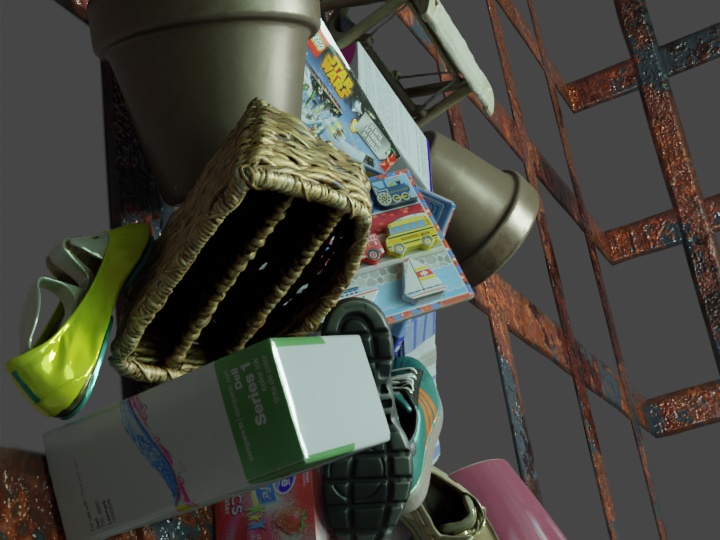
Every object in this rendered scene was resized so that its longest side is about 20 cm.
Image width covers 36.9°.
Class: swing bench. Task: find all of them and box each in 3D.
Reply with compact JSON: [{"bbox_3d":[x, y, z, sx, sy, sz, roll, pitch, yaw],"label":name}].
[{"bbox_3d":[0.049,-0.279,1.427,0.199,0.197,0.131,48,31,-45],"label":"swing bench"}]

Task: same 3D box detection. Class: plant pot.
[{"bbox_3d":[0.123,-0.096,1.515,0.174,0.199,0.202,41,33,-21],"label":"plant pot"},{"bbox_3d":[0.151,0.325,1.232,0.199,0.199,0.181,31,29,-58],"label":"plant pot"},{"bbox_3d":[-0.122,-0.151,0.928,0.200,0.197,0.178,-13,94,-68],"label":"plant pot"}]

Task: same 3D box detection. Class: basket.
[{"bbox_3d":[-0.079,0.003,0.817,0.142,0.201,0.150,33,22,-18],"label":"basket"}]

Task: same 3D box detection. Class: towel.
[{"bbox_3d":[0.066,0.147,1.272,0.147,0.023,0.204,-24,115,-65],"label":"towel"}]

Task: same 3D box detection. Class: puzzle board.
[{"bbox_3d":[-0.011,-0.014,0.977,0.152,0.197,0.017,63,-25,26],"label":"puzzle board"}]

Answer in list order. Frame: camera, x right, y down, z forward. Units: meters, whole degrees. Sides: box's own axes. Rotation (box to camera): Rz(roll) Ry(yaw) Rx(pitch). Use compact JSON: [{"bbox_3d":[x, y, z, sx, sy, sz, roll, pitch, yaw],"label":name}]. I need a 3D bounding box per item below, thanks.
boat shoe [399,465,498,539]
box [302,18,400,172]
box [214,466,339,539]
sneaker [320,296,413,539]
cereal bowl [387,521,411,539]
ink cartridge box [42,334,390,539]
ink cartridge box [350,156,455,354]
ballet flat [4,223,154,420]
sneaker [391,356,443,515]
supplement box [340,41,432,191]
[{"bbox_3d":[0.089,0.247,1.068,0.200,0.064,0.073,48,62,-34],"label":"boat shoe"},{"bbox_3d":[-0.050,-0.160,1.209,0.137,0.040,0.201,-47,125,-19],"label":"box"},{"bbox_3d":[-0.062,0.173,0.937,0.095,0.101,0.203,39,38,-53],"label":"box"},{"bbox_3d":[0.002,0.124,0.888,0.079,0.074,0.204,168,-78,-82],"label":"sneaker"},{"bbox_3d":[0.011,0.198,1.116,0.200,0.082,0.203,48,33,-45],"label":"cereal bowl"},{"bbox_3d":[-0.100,0.118,0.762,0.144,0.198,0.085,5,64,-66],"label":"ink cartridge box"},{"bbox_3d":[0.000,0.000,1.096,0.076,0.135,0.203,-20,132,-80],"label":"ink cartridge box"},{"bbox_3d":[-0.203,0.017,0.782,0.067,0.066,0.202,40,35,-24],"label":"ballet flat"},{"bbox_3d":[0.036,0.131,1.012,0.201,0.070,0.081,-82,159,-59],"label":"sneaker"},{"bbox_3d":[0.004,-0.172,1.366,0.200,0.100,0.105,48,31,-45],"label":"supplement box"}]
